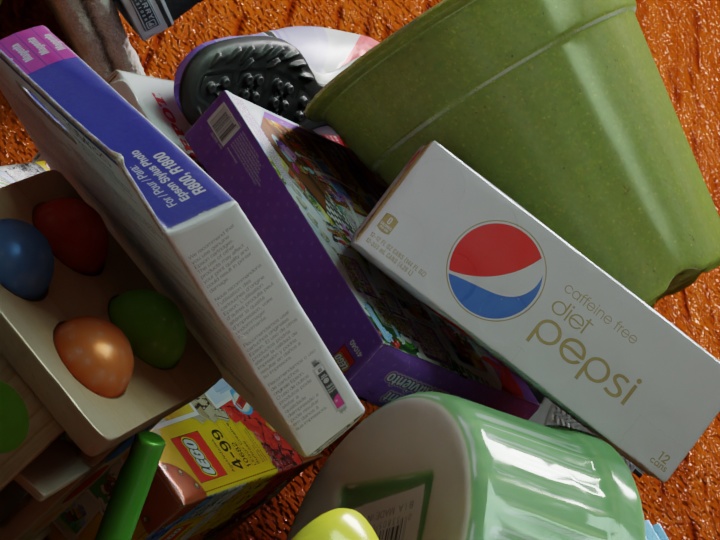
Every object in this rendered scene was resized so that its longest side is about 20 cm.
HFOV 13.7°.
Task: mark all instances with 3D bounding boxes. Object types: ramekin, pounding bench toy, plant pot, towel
[{"bbox_3d":[0.041,0.157,1.486,0.098,0.200,0.200,24,33,-28],"label":"ramekin"},{"bbox_3d":[-0.140,0.078,1.344,0.200,0.156,0.124,51,24,5],"label":"pounding bench toy"},{"bbox_3d":[0.102,-0.056,1.628,0.190,0.200,0.200,59,25,4],"label":"plant pot"},{"bbox_3d":[-0.172,-0.178,1.710,0.133,0.034,0.200,58,-5,23],"label":"towel"}]

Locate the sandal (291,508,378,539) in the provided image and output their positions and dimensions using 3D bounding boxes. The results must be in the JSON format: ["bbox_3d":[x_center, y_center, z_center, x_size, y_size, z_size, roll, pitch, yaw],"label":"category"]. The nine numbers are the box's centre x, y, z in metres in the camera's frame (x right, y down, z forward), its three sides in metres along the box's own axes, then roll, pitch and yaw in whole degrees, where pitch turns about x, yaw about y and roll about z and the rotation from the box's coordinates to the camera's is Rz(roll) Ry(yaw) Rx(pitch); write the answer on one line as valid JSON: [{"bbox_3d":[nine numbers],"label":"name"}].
[{"bbox_3d":[0.001,0.212,1.357,0.087,0.201,0.079,25,35,38],"label":"sandal"}]

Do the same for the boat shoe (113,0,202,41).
[{"bbox_3d":[-0.129,-0.199,1.742,0.074,0.068,0.199,65,-6,-28],"label":"boat shoe"}]

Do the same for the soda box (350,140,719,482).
[{"bbox_3d":[0.092,0.020,1.525,0.200,0.068,0.064,38,-1,-1],"label":"soda box"}]

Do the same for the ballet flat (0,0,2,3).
[{"bbox_3d":[-0.229,-0.169,1.669,0.067,0.067,0.200,49,24,-2],"label":"ballet flat"}]

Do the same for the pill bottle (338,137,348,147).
[{"bbox_3d":[0.044,-0.062,1.815,0.200,0.113,0.113,16,0,41],"label":"pill bottle"}]

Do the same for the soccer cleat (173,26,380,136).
[{"bbox_3d":[-0.049,-0.107,1.700,0.073,0.068,0.200,26,19,33],"label":"soccer cleat"}]

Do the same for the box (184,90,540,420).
[{"bbox_3d":[0.000,0.000,1.596,0.137,0.039,0.200,23,27,-47],"label":"box"}]

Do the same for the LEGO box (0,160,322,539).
[{"bbox_3d":[-0.133,0.046,1.497,0.200,0.077,0.149,53,24,11],"label":"LEGO box"}]

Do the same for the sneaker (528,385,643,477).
[{"bbox_3d":[0.095,0.069,1.858,0.200,0.076,0.114,38,2,17],"label":"sneaker"}]

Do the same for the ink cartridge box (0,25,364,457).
[{"bbox_3d":[-0.096,-0.032,1.358,0.196,0.043,0.200,42,-15,47],"label":"ink cartridge box"}]

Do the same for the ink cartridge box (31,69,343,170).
[{"bbox_3d":[-0.070,-0.024,1.697,0.200,0.083,0.146,8,46,-55],"label":"ink cartridge box"}]

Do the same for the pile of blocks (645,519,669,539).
[{"bbox_3d":[0.147,0.184,1.751,0.200,0.082,0.062,12,42,-53],"label":"pile of blocks"}]
